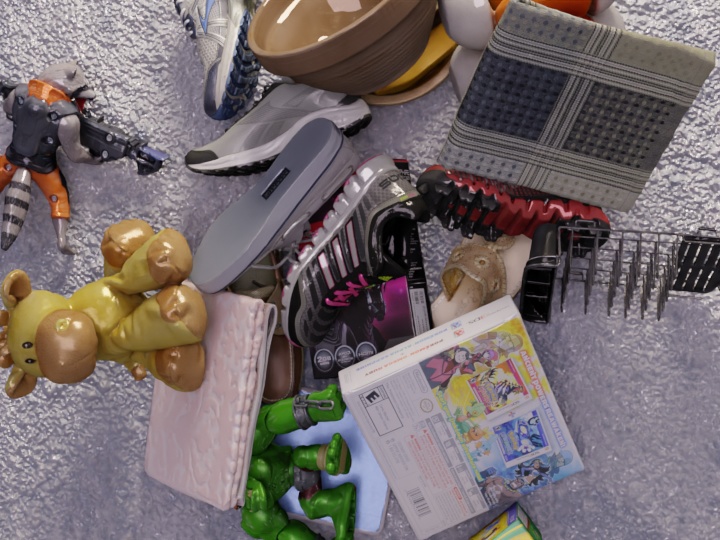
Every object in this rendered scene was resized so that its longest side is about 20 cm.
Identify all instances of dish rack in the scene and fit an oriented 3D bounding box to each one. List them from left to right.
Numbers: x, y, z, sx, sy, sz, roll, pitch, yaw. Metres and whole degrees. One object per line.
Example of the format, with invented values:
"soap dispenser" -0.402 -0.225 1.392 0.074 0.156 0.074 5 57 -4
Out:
"dish rack" 0.251 0.005 1.249 0.197 0.154 0.055 4 70 6

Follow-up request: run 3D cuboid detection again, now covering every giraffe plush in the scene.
"giraffe plush" -0.259 0.049 1.252 0.161 0.199 0.175 -15 92 -38

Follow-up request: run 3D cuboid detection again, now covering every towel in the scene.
"towel" -0.151 0.116 1.290 0.032 0.190 0.203 10 89 -35
"towel" 0.190 -0.144 1.177 0.197 0.035 0.194 14 133 -10

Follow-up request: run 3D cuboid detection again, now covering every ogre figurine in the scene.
"ogre figurine" -0.067 0.205 1.292 0.118 0.099 0.202 3 134 16

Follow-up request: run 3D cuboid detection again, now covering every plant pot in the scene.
"plant pot" 0.000 -0.230 1.225 0.200 0.201 0.093 -35 123 5

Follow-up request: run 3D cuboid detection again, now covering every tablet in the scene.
"tablet" -0.061 0.185 1.347 0.197 0.014 0.132 12 90 6

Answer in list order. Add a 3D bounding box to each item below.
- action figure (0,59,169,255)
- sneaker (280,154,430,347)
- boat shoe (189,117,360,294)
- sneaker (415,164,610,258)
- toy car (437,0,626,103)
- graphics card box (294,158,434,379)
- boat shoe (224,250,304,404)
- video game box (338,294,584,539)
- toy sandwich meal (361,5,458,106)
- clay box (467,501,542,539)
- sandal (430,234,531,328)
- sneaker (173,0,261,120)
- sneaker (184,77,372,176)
"action figure" -0.303 -0.114 1.338 0.197 0.105 0.196 16 100 9
"sneaker" -0.002 -0.004 1.236 0.087 0.073 0.202 36 102 27
"boat shoe" -0.073 -0.046 1.266 0.203 0.075 0.086 -50 129 -1
"sneaker" 0.147 -0.079 1.282 0.197 0.071 0.099 11 60 -13
"toy car" 0.173 -0.210 1.232 0.173 0.201 0.151 -19 50 -2
"graphics card box" 0.000 0.000 1.306 0.124 0.051 0.203 -9 89 28
"boat shoe" -0.105 0.032 1.321 0.074 0.074 0.203 -12 85 4
"video game box" 0.098 0.144 1.265 0.180 0.047 0.202 -23 120 7
"toy sandwich meal" 0.027 -0.265 1.316 0.202 0.070 0.209 0 89 6
"clay box" 0.087 0.308 1.276 0.199 0.115 0.048 -38 84 4
"sandal" 0.109 0.019 1.302 0.077 0.070 0.213 37 93 6
"sneaker" -0.146 -0.251 1.343 0.084 0.077 0.203 4 82 16
"sneaker" -0.087 -0.146 1.319 0.198 0.074 0.080 -21 86 15
